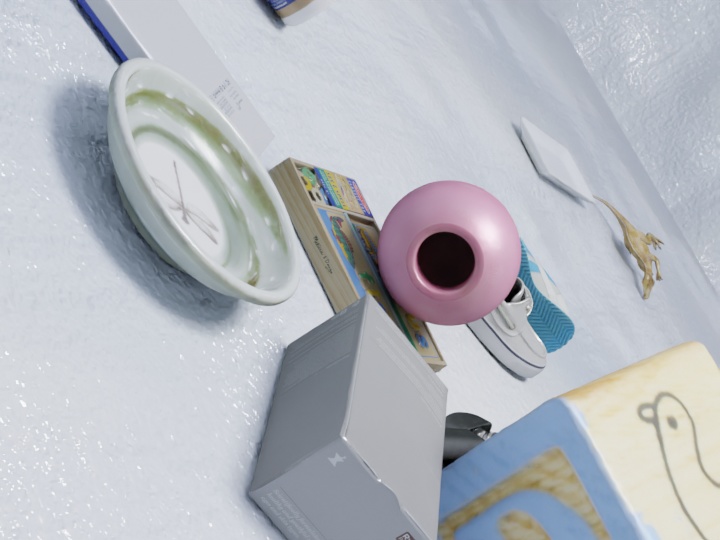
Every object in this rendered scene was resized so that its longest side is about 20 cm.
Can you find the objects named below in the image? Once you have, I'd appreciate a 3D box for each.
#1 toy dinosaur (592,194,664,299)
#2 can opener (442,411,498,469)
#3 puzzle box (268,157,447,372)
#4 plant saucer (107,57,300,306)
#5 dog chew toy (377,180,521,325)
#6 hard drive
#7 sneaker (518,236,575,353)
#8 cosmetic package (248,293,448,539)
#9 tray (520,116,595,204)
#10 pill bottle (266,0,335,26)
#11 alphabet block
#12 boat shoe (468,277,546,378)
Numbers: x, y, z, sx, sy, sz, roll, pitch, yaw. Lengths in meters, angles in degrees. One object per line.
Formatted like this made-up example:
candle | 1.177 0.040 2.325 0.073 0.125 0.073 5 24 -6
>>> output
toy dinosaur | 0.443 -0.048 2.390 0.101 0.058 0.201 19 42 -59
can opener | 0.070 0.151 1.220 0.066 0.053 0.200 27 6 23
puzzle box | 0.000 0.000 1.295 0.201 0.025 0.133 64 19 17
plant saucer | -0.121 -0.054 1.047 0.200 0.050 0.201 49 22 -26
dog chew toy | 0.081 -0.023 1.324 0.125 0.124 0.200 56 10 -4
hard drive | -0.148 -0.167 1.188 0.200 0.025 0.132 54 19 -11
sneaker | 0.159 0.002 1.619 0.200 0.076 0.081 53 10 -30
cosmetic package | -0.003 0.116 1.027 0.107 0.090 0.200 52 23 -16
tray | 0.295 -0.161 2.259 0.200 0.022 0.108 21 41 -60
pill bottle | -0.090 -0.355 1.489 0.200 0.111 0.111 52 20 -18
alphabet block | 0.185 0.193 1.112 0.199 0.196 0.196 -16 74 -48
boat shoe | 0.144 0.033 1.532 0.200 0.066 0.072 48 21 -26
